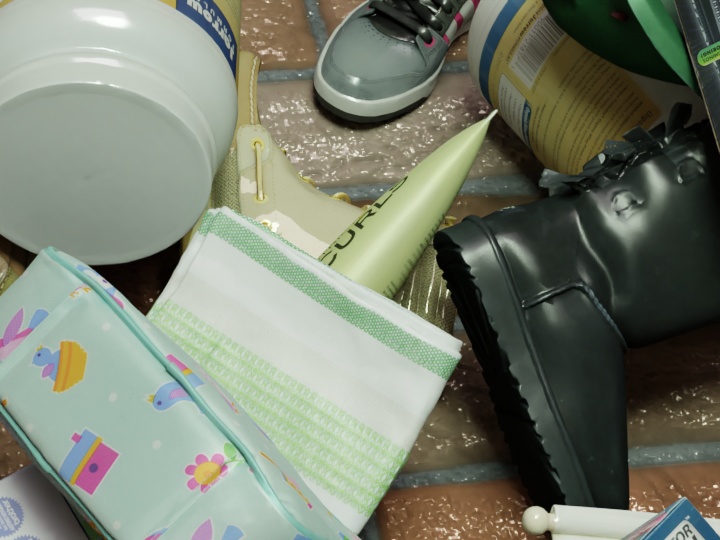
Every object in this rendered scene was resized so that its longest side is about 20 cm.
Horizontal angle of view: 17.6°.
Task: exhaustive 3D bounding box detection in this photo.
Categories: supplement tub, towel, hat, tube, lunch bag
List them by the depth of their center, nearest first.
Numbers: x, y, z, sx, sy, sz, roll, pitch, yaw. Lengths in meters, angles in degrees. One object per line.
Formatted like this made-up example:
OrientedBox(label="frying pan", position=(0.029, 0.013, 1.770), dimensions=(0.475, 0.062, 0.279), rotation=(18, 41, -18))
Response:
OrientedBox(label="lunch bag", position=(-0.077, 0.091, 1.014), dimensions=(0.077, 0.160, 0.200), rotation=(-43, 63, -2))
OrientedBox(label="towel", position=(-0.061, 0.084, 1.107), dimensions=(0.149, 0.031, 0.201), rotation=(30, 84, 18))
OrientedBox(label="tube", position=(0.000, 0.000, 1.164), dimensions=(0.200, 0.052, 0.058), rotation=(-50, 42, -6))
OrientedBox(label="supplement tub", position=(-0.133, -0.115, 1.190), dimensions=(0.143, 0.145, 0.201), rotation=(5, 45, -6))
OrientedBox(label="hat", position=(0.105, -0.136, 1.221), dimensions=(0.165, 0.176, 0.201), rotation=(22, 52, -46))
OrientedBox(label="supplement tub", position=(0.167, -0.093, 1.299), dimensions=(0.144, 0.145, 0.200), rotation=(-21, 56, -27))

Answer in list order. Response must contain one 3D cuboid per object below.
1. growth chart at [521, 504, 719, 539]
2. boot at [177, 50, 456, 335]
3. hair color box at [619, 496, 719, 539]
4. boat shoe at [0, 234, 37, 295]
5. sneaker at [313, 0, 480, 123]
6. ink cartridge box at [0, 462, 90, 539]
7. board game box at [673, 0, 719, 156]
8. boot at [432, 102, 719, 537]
OrientedBox(label="growth chart", position=(0.132, 0.199, 1.081), dimensions=(0.144, 0.018, 0.201), rotation=(15, 59, -15))
OrientedBox(label="boot", position=(-0.020, -0.031, 1.253), dimensions=(0.154, 0.073, 0.201), rotation=(5, 54, -5))
OrientedBox(label="hair color box", position=(0.168, 0.207, 1.020), dimensions=(0.200, 0.100, 0.060), rotation=(49, 53, 3))
OrientedBox(label="boat shoe", position=(-0.187, -0.039, 1.245), dimensions=(0.068, 0.072, 0.201), rotation=(30, 39, -19))
OrientedBox(label="sneaker", position=(0.047, -0.180, 1.370), dimensions=(0.083, 0.121, 0.200), rotation=(30, 50, 16))
OrientedBox(label="ink cartridge box", position=(-0.105, 0.188, 1.009), dimensions=(0.044, 0.094, 0.200), rotation=(-29, 67, -15))
OrientedBox(label="board game box", position=(0.234, -0.108, 1.168), dimensions=(0.200, 0.057, 0.166), rotation=(2, 67, -54))
OrientedBox(label="boot", position=(0.140, 0.029, 1.161), dimensions=(0.162, 0.073, 0.199), rotation=(-22, 94, -13))
